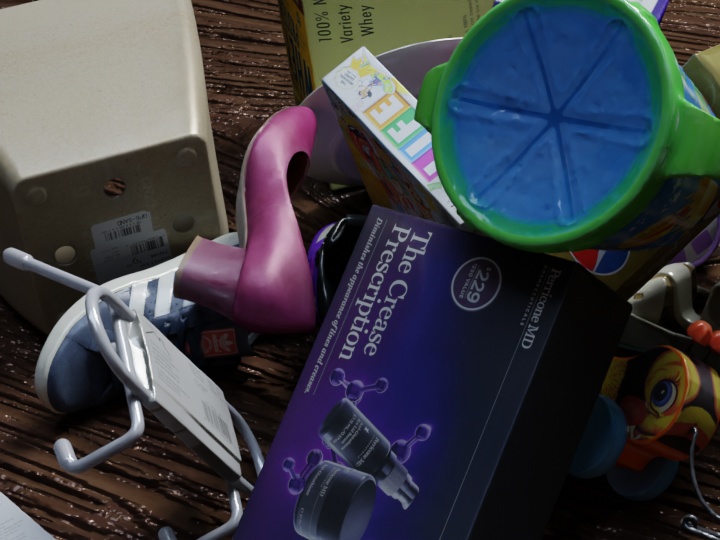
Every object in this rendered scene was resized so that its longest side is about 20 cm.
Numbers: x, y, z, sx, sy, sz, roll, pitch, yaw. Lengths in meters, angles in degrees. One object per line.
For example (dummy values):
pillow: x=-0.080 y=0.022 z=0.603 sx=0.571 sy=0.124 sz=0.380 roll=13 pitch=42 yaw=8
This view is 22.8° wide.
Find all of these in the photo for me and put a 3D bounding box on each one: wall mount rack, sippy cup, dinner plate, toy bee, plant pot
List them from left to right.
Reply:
plant pot: x=-0.187 y=-0.069 z=1.273 sx=0.199 sy=0.201 sz=0.177 roll=-15 pitch=37 yaw=-13
wall mount rack: x=-0.133 y=0.065 z=1.035 sx=0.074 sy=0.200 sz=0.174 roll=-28 pitch=49 yaw=10
dinner plate: x=0.041 y=-0.106 z=1.309 sx=0.199 sy=0.200 sz=0.024 roll=-13 pitch=67 yaw=-9
sippy cup: x=0.126 y=-0.067 z=0.935 sx=0.130 sy=0.140 sz=0.178 roll=16 pitch=33 yaw=-56
toy bee: x=0.164 y=0.077 z=1.008 sx=0.199 sy=0.109 sz=0.131 roll=24 pitch=-2 yaw=31

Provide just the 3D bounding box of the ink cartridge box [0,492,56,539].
ink cartridge box: x=-0.238 y=0.172 z=1.006 sx=0.109 sy=0.051 sz=0.200 roll=-28 pitch=34 yaw=-29

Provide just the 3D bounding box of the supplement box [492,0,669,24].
supplement box: x=0.123 y=-0.099 z=1.211 sx=0.103 sy=0.201 sz=0.101 roll=22 pitch=36 yaw=9

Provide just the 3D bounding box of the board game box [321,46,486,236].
board game box: x=0.048 y=-0.035 z=1.105 sx=0.034 sy=0.200 sz=0.135 roll=-39 pitch=62 yaw=-7

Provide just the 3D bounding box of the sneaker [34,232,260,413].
sneaker: x=-0.118 y=0.041 z=1.178 sx=0.200 sy=0.075 sz=0.084 roll=-33 pitch=44 yaw=-30

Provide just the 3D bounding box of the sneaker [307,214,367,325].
sneaker: x=0.001 y=0.000 z=1.187 sx=0.069 sy=0.100 sz=0.200 roll=-8 pitch=30 yaw=-4

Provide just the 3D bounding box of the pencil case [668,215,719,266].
pencil case: x=0.212 y=-0.078 z=1.285 sx=0.083 sy=0.086 sz=0.200 roll=-3 pitch=29 yaw=3

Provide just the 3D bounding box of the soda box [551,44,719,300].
soda box: x=0.175 y=-0.049 z=1.053 sx=0.064 sy=0.200 sz=0.068 roll=-23 pitch=72 yaw=-43

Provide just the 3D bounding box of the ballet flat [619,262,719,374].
ballet flat: x=0.215 y=0.027 z=1.125 sx=0.067 sy=0.064 sz=0.199 roll=-29 pitch=36 yaw=-32

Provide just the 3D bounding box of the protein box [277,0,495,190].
protein box: x=0.044 y=-0.198 z=1.419 sx=0.199 sy=0.200 sz=0.135 roll=-13 pitch=29 yaw=-8

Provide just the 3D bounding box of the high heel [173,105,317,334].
high heel: x=-0.043 y=-0.033 z=1.187 sx=0.096 sy=0.068 sz=0.201 roll=18 pitch=50 yaw=10

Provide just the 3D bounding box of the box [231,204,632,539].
box: x=0.038 y=0.082 z=0.952 sx=0.141 sy=0.079 sz=0.201 roll=17 pitch=81 yaw=35
